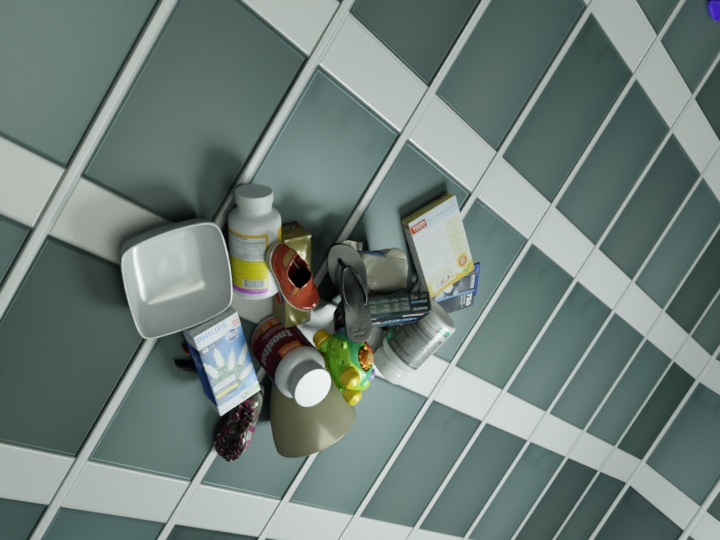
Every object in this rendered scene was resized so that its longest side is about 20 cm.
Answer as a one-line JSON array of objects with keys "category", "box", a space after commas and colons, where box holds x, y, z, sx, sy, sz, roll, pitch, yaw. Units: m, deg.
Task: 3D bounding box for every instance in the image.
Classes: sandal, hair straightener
[{"category": "sandal", "box": [-0.014, 0.043, 1.386, 0.074, 0.043, 0.206, -17, 97, -8]}, {"category": "hair straightener", "box": [-0.306, 0.217, 1.457, 0.198, 0.041, 0.078, 26, 98, -46]}]

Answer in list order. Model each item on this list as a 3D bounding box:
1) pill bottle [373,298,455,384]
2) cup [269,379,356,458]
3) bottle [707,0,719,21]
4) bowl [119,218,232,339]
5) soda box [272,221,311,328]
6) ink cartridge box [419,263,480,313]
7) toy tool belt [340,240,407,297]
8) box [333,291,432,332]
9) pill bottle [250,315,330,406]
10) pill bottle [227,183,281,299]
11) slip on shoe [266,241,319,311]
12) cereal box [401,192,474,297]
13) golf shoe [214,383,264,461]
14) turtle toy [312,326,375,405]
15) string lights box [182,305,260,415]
[{"category": "pill bottle", "box": [0.125, 0.170, 1.670, 0.112, 0.114, 0.201, 29, 110, -42]}, {"category": "cup", "box": [-0.125, 0.292, 1.542, 0.197, 0.199, 0.146, -29, 107, -19]}, {"category": "bottle", "box": [1.009, -0.763, 1.850, 0.202, 0.065, 0.083, -52, 133, -1]}, {"category": "bowl", "box": [-0.342, 0.004, 1.283, 0.196, 0.074, 0.205, -20, 125, -25]}, {"category": "soda box", "box": [-0.142, 0.010, 1.435, 0.063, 0.068, 0.205, -14, 122, -28]}, {"category": "ink cartridge box", "box": [0.234, 0.053, 1.754, 0.196, 0.039, 0.102, -16, 122, -29]}, {"category": "toy tool belt", "box": [0.000, 0.000, 1.501, 0.195, 0.122, 0.129, 8, 84, -33]}, {"category": "box", "box": [0.043, 0.090, 1.504, 0.194, 0.159, 0.048, -6, 78, -10]}, {"category": "pill bottle", "box": [-0.143, 0.188, 1.443, 0.110, 0.199, 0.116, -17, 124, -27]}, {"category": "pill bottle", "box": [-0.202, -0.056, 1.331, 0.102, 0.104, 0.206, -13, 121, -29]}, {"category": "slip on shoe", "box": [-0.120, 0.021, 1.350, 0.075, 0.060, 0.202, -57, 149, -23]}, {"category": "cereal box", "box": [0.184, -0.059, 1.634, 0.142, 0.039, 0.204, -29, 117, -20]}, {"category": "golf shoe", "box": [-0.257, 0.337, 1.527, 0.203, 0.072, 0.092, -61, 171, 30]}, {"category": "turtle toy", "box": [-0.022, 0.199, 1.480, 0.100, 0.146, 0.202, -31, 148, -17]}, {"category": "string lights box", "box": [-0.276, 0.176, 1.387, 0.101, 0.058, 0.205, -31, 128, -28]}]
